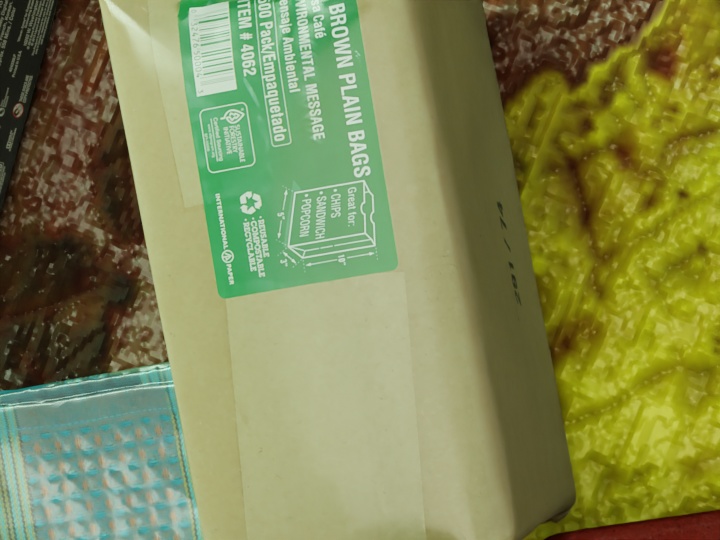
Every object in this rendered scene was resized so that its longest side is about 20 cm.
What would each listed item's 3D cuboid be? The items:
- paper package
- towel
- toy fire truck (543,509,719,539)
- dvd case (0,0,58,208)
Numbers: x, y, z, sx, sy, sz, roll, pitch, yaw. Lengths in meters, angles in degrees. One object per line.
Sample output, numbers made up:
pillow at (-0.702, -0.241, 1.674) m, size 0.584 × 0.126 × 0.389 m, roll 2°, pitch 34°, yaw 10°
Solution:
paper package at (0.000, 0.000, 0.812) m, size 0.103 × 0.191 × 0.200 m, roll -11°, pitch 87°, yaw 10°
towel at (-0.104, 0.140, 0.917) m, size 0.146 × 0.022 × 0.200 m, roll -10°, pitch 88°, yaw 11°
toy fire truck at (0.093, 0.171, 0.794) m, size 0.168 × 0.112 × 0.200 m, roll 22°, pitch 72°, yaw -16°
dvd case at (-0.182, -0.092, 0.846) m, size 0.022 × 0.200 × 0.146 m, roll 18°, pitch 94°, yaw 32°
